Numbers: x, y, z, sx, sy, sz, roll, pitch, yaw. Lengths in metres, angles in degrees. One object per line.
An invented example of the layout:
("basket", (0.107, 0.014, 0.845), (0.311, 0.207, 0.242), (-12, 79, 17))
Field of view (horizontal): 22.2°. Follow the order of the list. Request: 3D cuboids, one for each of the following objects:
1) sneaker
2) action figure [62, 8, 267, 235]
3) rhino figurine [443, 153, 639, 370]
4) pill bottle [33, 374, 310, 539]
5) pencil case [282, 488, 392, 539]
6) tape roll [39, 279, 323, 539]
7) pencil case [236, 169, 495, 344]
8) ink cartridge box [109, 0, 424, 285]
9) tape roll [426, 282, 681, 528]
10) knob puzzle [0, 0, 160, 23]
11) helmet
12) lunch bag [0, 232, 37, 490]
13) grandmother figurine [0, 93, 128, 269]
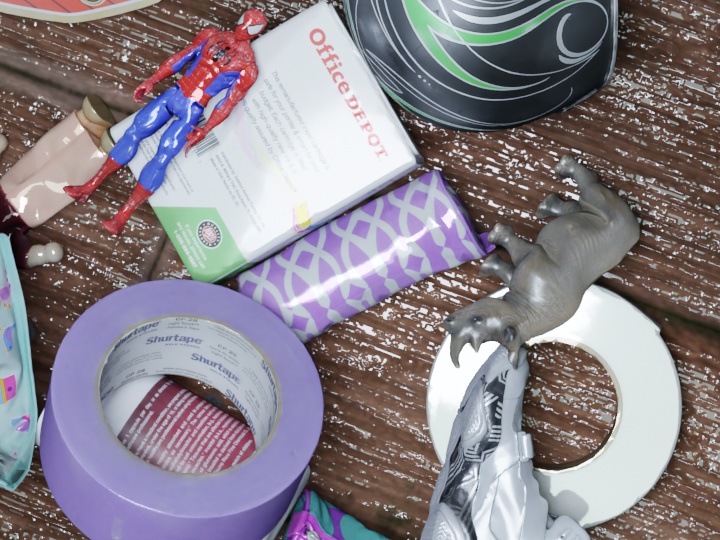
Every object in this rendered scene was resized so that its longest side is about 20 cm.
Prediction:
("sneaker", (0.121, 0.161, 1.397), (0.115, 0.075, 0.200), (18, 85, -6))
("action figure", (-0.138, -0.118, 1.381), (0.065, 0.052, 0.200), (41, 93, 12))
("rhino figurine", (0.133, 0.003, 1.388), (0.087, 0.060, 0.200), (33, 64, 23))
("pill bottle", (-0.150, 0.150, 1.444), (0.200, 0.113, 0.113), (31, 96, 5))
("pencil case", (0.024, 0.254, 1.438), (0.200, 0.092, 0.085), (28, 74, 3))
("tape roll", (-0.132, 0.111, 1.353), (0.200, 0.085, 0.200), (8, 55, -11))
("pencil case", (0.000, 0.000, 1.436), (0.200, 0.084, 0.086), (-28, 124, 10))
("ink cartridge box", (-0.069, -0.097, 1.436), (0.200, 0.084, 0.145), (-30, 88, 8))
("tape roll", (0.152, 0.104, 1.443), (0.203, 0.037, 0.203), (0, 93, 8))
("knob puzzle", (-0.233, -0.268, 1.429), (0.220, 0.030, 0.220), (-1, 127, -1))
("helmet", (0.082, -0.202, 1.361), (0.191, 0.200, 0.200), (-7, 92, -4))
("lunch bag", (-0.339, 0.070, 1.423), (0.170, 0.122, 0.200), (10, 119, 40))
("grandmother figurine", (-0.275, -0.052, 1.482), (0.200, 0.061, 0.121), (-35, 61, 10))
